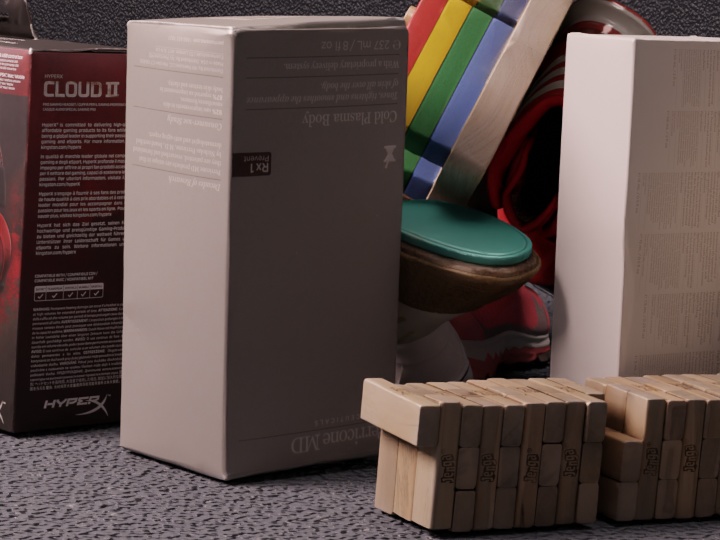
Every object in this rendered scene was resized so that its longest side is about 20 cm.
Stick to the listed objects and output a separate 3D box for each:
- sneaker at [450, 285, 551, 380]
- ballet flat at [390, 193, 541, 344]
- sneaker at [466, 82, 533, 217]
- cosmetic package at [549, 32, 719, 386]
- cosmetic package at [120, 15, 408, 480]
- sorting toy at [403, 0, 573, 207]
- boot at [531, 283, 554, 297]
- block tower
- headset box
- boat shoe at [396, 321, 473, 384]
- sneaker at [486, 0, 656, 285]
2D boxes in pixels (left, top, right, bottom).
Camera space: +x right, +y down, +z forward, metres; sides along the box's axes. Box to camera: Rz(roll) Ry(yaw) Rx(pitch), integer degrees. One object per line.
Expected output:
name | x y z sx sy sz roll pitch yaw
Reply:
sneaker | 0.069 0.011 1.420 0.073 0.087 0.200 6 7 16
ballet flat | 0.006 -0.009 1.191 0.200 0.073 0.068 26 27 38
sneaker | 0.063 -0.111 1.452 0.076 0.200 0.114 -19 44 -7
cosmetic package | 0.132 -0.007 1.140 0.082 0.201 0.051 -2 8 -36
cosmetic package | -0.044 -0.013 1.122 0.107 0.201 0.090 -8 10 -40
sorting toy | 0.061 -0.125 1.258 0.069 0.199 0.200 27 -12 1
boot | 0.117 -0.037 1.527 0.200 0.075 0.097 44 12 13
block tower | 0.098 0.076 1.061 0.199 0.058 0.054 2 7 -27
headset box | -0.178 -0.034 1.211 0.075 0.201 0.148 -3 11 -44
boat shoe | 0.000 0.000 1.288 0.073 0.066 0.200 -27 38 -16
sneaker | 0.090 -0.042 1.312 0.078 0.200 0.116 25 50 16
